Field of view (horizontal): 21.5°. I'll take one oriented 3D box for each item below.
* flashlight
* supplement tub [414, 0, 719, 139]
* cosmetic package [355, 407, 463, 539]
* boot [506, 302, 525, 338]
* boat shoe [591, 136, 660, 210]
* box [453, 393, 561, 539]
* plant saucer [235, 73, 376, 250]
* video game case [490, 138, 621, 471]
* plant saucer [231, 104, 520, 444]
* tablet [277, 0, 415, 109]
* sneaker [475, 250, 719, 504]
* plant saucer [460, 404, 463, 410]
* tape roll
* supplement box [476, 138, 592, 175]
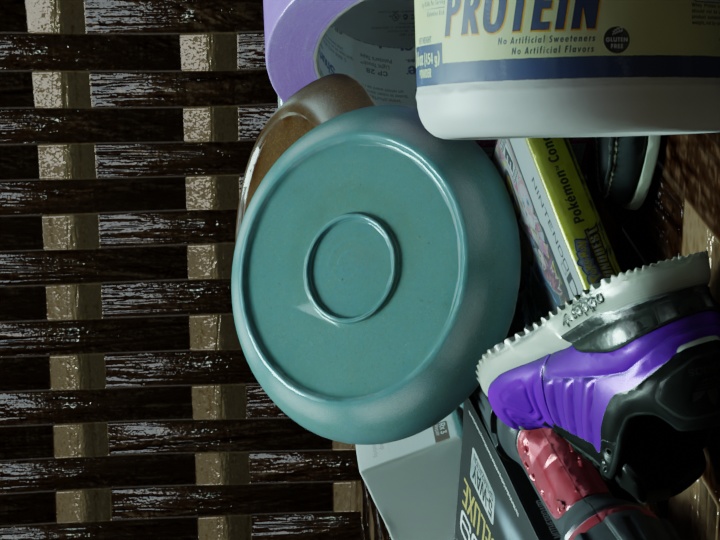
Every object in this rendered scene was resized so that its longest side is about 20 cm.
[{"bbox_3d":[0.111,0.111,1.009,0.068,0.068,0.200,-62,28,23],"label":"flashlight"},{"bbox_3d":[0.093,-0.159,0.816,0.145,0.144,0.202,-145,53,-85],"label":"supplement tub"},{"bbox_3d":[0.064,0.174,1.380,0.113,0.081,0.201,-97,-16,-62],"label":"cosmetic package"},{"bbox_3d":[0.027,0.041,1.186,0.200,0.069,0.132,57,134,49],"label":"boot"},{"bbox_3d":[0.121,-0.122,0.980,0.075,0.066,0.201,-101,9,-55],"label":"boat shoe"},{"bbox_3d":[0.111,0.188,1.123,0.201,0.049,0.159,-114,20,-46],"label":"box"},{"bbox_3d":[-0.037,-0.027,1.214,0.200,0.032,0.202,-13,75,62],"label":"plant saucer"},{"bbox_3d":[0.114,0.015,1.087,0.200,0.025,0.182,99,152,-71],"label":"video game case"},{"bbox_3d":[0.000,0.000,1.109,0.027,0.199,0.202,14,-109,-57],"label":"plant saucer"},{"bbox_3d":[0.033,-0.147,1.372,0.014,0.198,0.131,-154,60,-63],"label":"tablet"},{"bbox_3d":[0.119,0.067,0.914,0.200,0.069,0.100,133,120,-66],"label":"sneaker"},{"bbox_3d":[0.069,0.079,1.286,0.200,0.019,0.070,49,176,-1],"label":"plant saucer"},{"bbox_3d":[0.035,-0.166,1.255,0.201,0.198,0.066,95,173,-57],"label":"tape roll"},{"bbox_3d":[0.093,-0.136,1.150,0.200,0.102,0.102,97,169,-59],"label":"supplement box"}]
